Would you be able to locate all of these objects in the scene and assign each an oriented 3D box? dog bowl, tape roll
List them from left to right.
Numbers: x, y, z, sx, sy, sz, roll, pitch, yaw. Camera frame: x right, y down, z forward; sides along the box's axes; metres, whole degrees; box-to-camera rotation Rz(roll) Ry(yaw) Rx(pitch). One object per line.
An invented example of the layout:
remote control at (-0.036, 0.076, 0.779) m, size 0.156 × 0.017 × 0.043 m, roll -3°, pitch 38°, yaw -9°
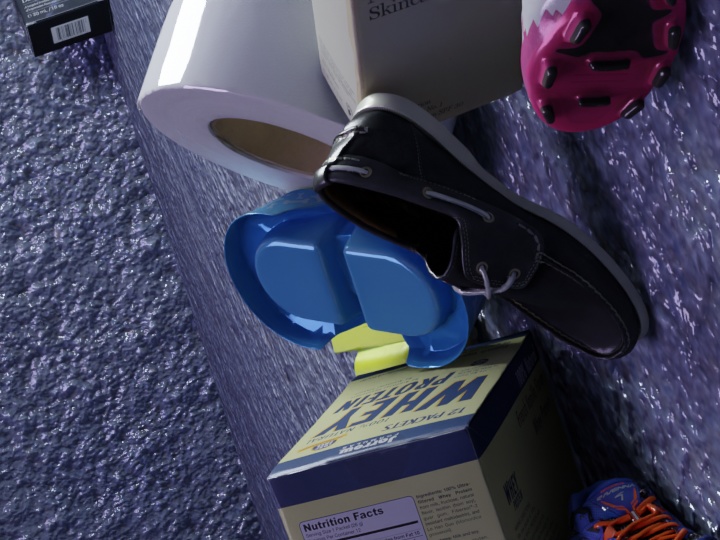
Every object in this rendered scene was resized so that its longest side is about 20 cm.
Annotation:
tape roll at (-0.039, -0.108, 1.077) m, size 0.202 × 0.202 × 0.071 m, roll 133°, pitch 155°, yaw -78°
dog bowl at (0.000, 0.000, 1.122) m, size 0.199 × 0.050 × 0.112 m, roll 8°, pitch 128°, yaw 38°

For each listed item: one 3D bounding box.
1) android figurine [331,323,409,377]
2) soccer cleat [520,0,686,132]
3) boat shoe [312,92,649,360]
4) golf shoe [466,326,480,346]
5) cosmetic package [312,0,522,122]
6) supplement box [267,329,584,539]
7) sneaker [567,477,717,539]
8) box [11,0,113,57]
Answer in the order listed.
android figurine at (0.016, -0.009, 1.195) m, size 0.200 × 0.041 × 0.183 m, roll -11°, pitch 90°, yaw 49°
soccer cleat at (0.102, -0.144, 0.706) m, size 0.200 × 0.069 × 0.087 m, roll 89°, pitch 173°, yaw -55°
boat shoe at (0.065, -0.009, 0.901) m, size 0.200 × 0.068 × 0.072 m, roll 37°, pitch 143°, yaw -4°
golf shoe at (0.021, 0.028, 1.289) m, size 0.200 × 0.092 × 0.073 m, roll 58°, pitch 143°, yaw 38°
cosmetic package at (0.028, -0.170, 0.890) m, size 0.200 × 0.103 × 0.073 m, roll 82°, pitch 163°, yaw -54°
supplement box at (0.061, 0.173, 1.074) m, size 0.200 × 0.134 × 0.201 m, roll -43°, pitch -65°, yaw -68°
sneaker at (0.156, 0.161, 0.969) m, size 0.200 × 0.075 × 0.079 m, roll 146°, pitch 106°, yaw -77°
box at (-0.533, -0.496, 2.889) m, size 0.107 × 0.148 × 0.201 m, roll 94°, pitch 152°, yaw -65°
